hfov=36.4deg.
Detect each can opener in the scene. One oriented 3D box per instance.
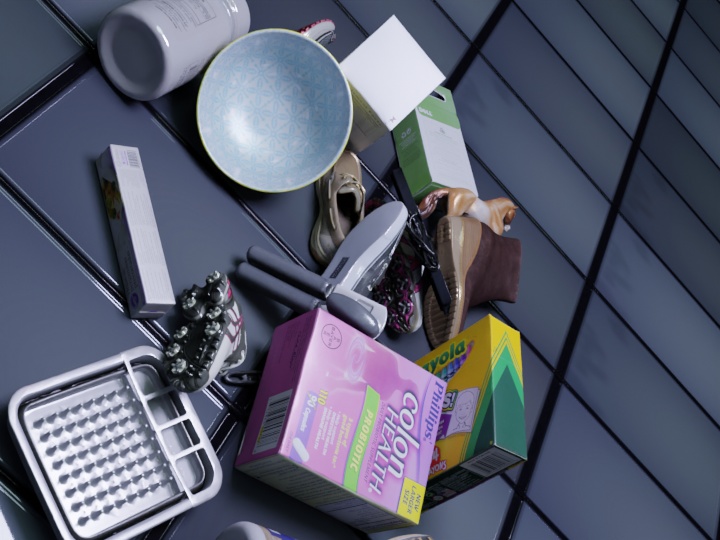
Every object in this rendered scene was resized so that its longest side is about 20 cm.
[{"bbox_3d":[-0.057,0.024,1.292,0.198,0.067,0.053,24,65,19],"label":"can opener"}]

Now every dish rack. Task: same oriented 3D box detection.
[{"bbox_3d":[-0.244,0.177,1.078,0.199,0.043,0.174,-18,78,-50],"label":"dish rack"}]

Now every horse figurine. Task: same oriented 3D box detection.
[{"bbox_3d":[0.156,-0.070,1.623,0.198,0.050,0.135,23,81,-32],"label":"horse figurine"}]

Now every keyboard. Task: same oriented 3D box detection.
[{"bbox_3d":[0.068,-0.040,1.443,0.104,0.039,0.203,82,-12,-73],"label":"keyboard"}]

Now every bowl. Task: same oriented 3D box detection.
[{"bbox_3d":[-0.115,-0.203,1.412,0.200,0.200,0.108,45,-3,-12],"label":"bowl"}]

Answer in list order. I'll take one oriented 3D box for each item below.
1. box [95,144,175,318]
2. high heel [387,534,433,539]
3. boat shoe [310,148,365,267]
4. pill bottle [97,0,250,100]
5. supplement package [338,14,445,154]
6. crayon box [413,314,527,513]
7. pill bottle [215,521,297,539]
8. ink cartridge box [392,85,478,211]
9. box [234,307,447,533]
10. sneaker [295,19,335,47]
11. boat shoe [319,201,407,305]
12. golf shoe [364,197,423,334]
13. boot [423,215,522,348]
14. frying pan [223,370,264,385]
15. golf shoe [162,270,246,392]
[{"bbox_3d":[-0.254,-0.045,1.229,0.041,0.039,0.203,2,62,-43],"label":"box"},{"bbox_3d":[0.070,0.369,1.198,0.200,0.071,0.144,45,24,-59],"label":"high heel"},{"bbox_3d":[-0.020,-0.095,1.482,0.072,0.065,0.202,32,44,-25],"label":"boat shoe"},{"bbox_3d":[-0.227,-0.297,1.375,0.115,0.114,0.200,51,39,-4],"label":"pill bottle"},{"bbox_3d":[0.016,-0.247,1.502,0.109,0.200,0.114,-44,98,-14],"label":"supplement package"},{"bbox_3d":[0.108,0.176,1.313,0.058,0.199,0.175,26,46,-29],"label":"crayon box"},{"bbox_3d":[-0.057,0.336,1.099,0.198,0.115,0.117,28,46,-30],"label":"pill bottle"},{"bbox_3d":[0.107,-0.195,1.687,0.103,0.059,0.203,14,55,-40],"label":"ink cartridge box"},{"bbox_3d":[-0.018,0.174,1.242,0.199,0.096,0.178,32,56,-26],"label":"box"},{"bbox_3d":[-0.092,-0.289,1.546,0.075,0.080,0.201,56,44,-20],"label":"sneaker"},{"bbox_3d":[0.000,0.000,1.377,0.201,0.068,0.057,-52,124,-20],"label":"boat shoe"},{"bbox_3d":[0.062,-0.005,1.497,0.091,0.072,0.203,15,53,-40],"label":"golf shoe"},{"bbox_3d":[0.171,0.028,1.561,0.165,0.072,0.204,18,71,-39],"label":"boot"},{"bbox_3d":[-0.076,0.113,1.311,0.189,0.031,0.116,30,44,-32],"label":"frying pan"},{"bbox_3d":[-0.154,0.079,1.182,0.089,0.076,0.201,58,15,-23],"label":"golf shoe"}]
